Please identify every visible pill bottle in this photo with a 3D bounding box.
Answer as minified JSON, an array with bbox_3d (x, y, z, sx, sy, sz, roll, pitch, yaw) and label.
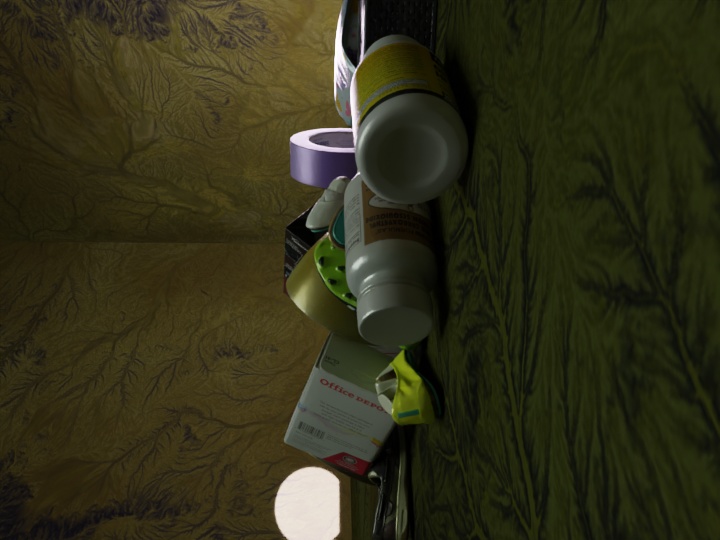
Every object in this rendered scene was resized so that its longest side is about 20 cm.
[{"bbox_3d":[0.037,-0.018,0.822,0.115,0.112,0.203,95,174,-55],"label":"pill bottle"},{"bbox_3d":[0.045,-0.170,0.713,0.202,0.110,0.114,-94,6,-50],"label":"pill bottle"}]

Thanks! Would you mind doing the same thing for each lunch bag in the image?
[{"bbox_3d":[0.017,-0.355,1.107,0.170,0.124,0.204,110,170,-73],"label":"lunch bag"}]

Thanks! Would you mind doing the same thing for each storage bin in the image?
[{"bbox_3d":[0.045,-0.334,0.892,0.136,0.092,0.204,-99,9,-71],"label":"storage bin"}]

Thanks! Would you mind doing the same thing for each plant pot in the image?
[{"bbox_3d":[0.000,0.000,1.053,0.201,0.197,0.144,-99,34,-68],"label":"plant pot"}]

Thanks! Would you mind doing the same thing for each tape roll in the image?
[{"bbox_3d":[-0.030,-0.208,1.235,0.201,0.195,0.067,-98,9,-66],"label":"tape roll"}]

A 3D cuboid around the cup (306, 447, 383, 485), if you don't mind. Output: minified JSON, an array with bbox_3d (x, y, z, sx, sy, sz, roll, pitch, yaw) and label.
[{"bbox_3d":[-0.020,0.313,1.349,0.145,0.197,0.200,-64,1,-6],"label":"cup"}]

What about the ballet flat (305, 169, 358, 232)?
[{"bbox_3d":[-0.008,-0.120,1.029,0.069,0.198,0.071,33,135,39],"label":"ballet flat"}]

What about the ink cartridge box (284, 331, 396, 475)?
[{"bbox_3d":[-0.020,0.208,1.040,0.086,0.145,0.202,-68,2,-50],"label":"ink cartridge box"}]

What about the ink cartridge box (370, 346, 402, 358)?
[{"bbox_3d":[0.014,0.107,1.165,0.201,0.113,0.069,-100,9,-66],"label":"ink cartridge box"}]

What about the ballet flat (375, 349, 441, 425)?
[{"bbox_3d":[0.052,0.149,0.864,0.200,0.066,0.068,-124,15,-82],"label":"ballet flat"}]

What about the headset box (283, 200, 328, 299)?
[{"bbox_3d":[-0.065,-0.030,1.230,0.149,0.077,0.202,-42,-22,-32],"label":"headset box"}]

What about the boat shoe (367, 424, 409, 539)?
[{"bbox_3d":[0.044,0.323,1.070,0.074,0.063,0.203,92,177,-53],"label":"boat shoe"}]

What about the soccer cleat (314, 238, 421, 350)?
[{"bbox_3d":[0.009,0.038,0.941,0.200,0.067,0.081,45,171,14],"label":"soccer cleat"}]

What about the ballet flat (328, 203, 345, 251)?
[{"bbox_3d":[0.015,-0.085,0.967,0.200,0.069,0.063,-48,1,-33],"label":"ballet flat"}]
